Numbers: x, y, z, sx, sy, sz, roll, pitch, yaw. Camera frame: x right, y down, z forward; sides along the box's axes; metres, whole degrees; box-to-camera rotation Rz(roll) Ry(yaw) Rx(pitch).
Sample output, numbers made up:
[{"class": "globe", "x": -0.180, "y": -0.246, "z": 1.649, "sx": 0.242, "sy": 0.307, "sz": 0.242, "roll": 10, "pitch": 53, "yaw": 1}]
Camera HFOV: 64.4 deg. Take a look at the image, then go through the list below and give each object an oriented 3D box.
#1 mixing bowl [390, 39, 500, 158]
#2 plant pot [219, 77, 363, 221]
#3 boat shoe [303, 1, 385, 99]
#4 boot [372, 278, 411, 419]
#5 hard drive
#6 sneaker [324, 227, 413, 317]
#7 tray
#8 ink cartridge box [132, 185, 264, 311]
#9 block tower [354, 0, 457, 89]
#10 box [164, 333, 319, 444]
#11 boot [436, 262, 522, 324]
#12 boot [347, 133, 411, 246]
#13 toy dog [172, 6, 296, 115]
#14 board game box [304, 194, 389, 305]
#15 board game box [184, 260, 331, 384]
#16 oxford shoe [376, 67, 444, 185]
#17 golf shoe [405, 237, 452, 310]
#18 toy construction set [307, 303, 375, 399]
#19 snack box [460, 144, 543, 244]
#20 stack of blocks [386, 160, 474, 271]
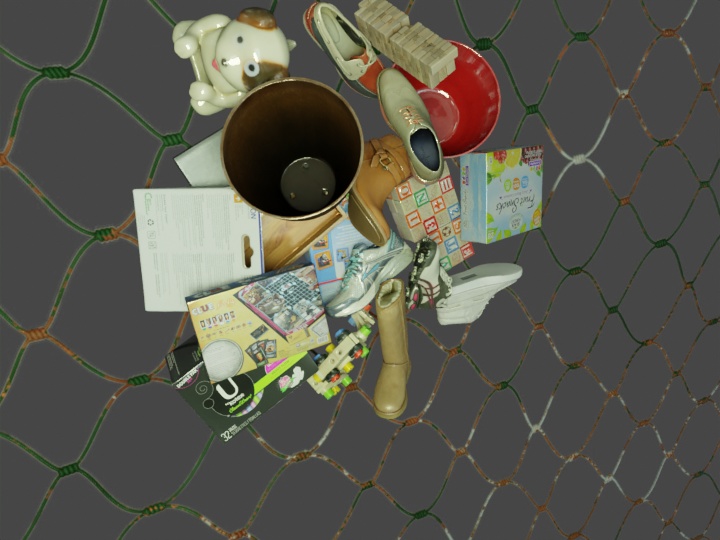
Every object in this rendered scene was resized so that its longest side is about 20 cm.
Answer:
[{"class": "mixing bowl", "x": 0.134, "y": -0.285, "z": 1.006, "sx": 0.199, "sy": 0.108, "sz": 0.201, "roll": 0, "pitch": 88, "yaw": -5}, {"class": "plant pot", "x": -0.086, "y": -0.150, "z": 0.833, "sx": 0.186, "sy": 0.200, "sz": 0.188, "roll": 0, "pitch": 85, "yaw": 1}, {"class": "boat shoe", "x": -0.012, "y": -0.365, "z": 0.961, "sx": 0.200, "sy": 0.063, "sz": 0.071, "roll": 41, "pitch": 82, "yaw": -29}, {"class": "boot", "x": 0.052, "y": 0.144, "z": 1.062, "sx": 0.066, "sy": 0.175, "sz": 0.201, "roll": 0, "pitch": 122, "yaw": 11}, {"class": "hard drive", "x": -0.184, "y": -0.177, "z": 0.945, "sx": 0.200, "sy": 0.033, "sz": 0.140, "roll": -36, "pitch": 115, "yaw": -13}, {"class": "sneaker", "x": 0.000, "y": 0.000, "z": 1.019, "sx": 0.200, "sy": 0.078, "sz": 0.086, "roll": -44, "pitch": 113, "yaw": -21}, {"class": "tray", "x": -0.130, "y": -0.067, "z": 0.965, "sx": 0.200, "sy": 0.037, "sz": 0.099, "roll": -40, "pitch": 112, "yaw": -2}, {"class": "ink cartridge box", "x": -0.248, "y": -0.033, "z": 0.906, "sx": 0.199, "sy": 0.041, "sz": 0.201, "roll": 1, "pitch": 104, "yaw": 2}, {"class": "block tower", "x": 0.070, "y": -0.371, "z": 0.925, "sx": 0.054, "sy": 0.200, "sz": 0.058, "roll": -41, "pitch": 151, "yaw": -6}, {"class": "box", "x": -0.201, "y": 0.157, "z": 0.972, "sx": 0.200, "sy": 0.124, "sz": 0.149, "roll": -37, "pitch": 115, "yaw": -11}, {"class": "boot", "x": 0.244, "y": 0.050, "z": 1.190, "sx": 0.199, "sy": 0.074, "sz": 0.096, "roll": -13, "pitch": 115, "yaw": -13}, {"class": "boot", "x": 0.039, "y": -0.147, "z": 0.992, "sx": 0.155, "sy": 0.200, "sz": 0.077, "roll": -25, "pitch": 154, "yaw": -22}, {"class": "toy dog", "x": -0.168, "y": -0.300, "z": 0.826, "sx": 0.193, "sy": 0.200, "sz": 0.140, "roll": -10, "pitch": 108, "yaw": -22}, {"class": "board game box", "x": -0.029, "y": -0.047, "z": 1.048, "sx": 0.151, "sy": 0.037, "sz": 0.201, "roll": -14, "pitch": 110, "yaw": -22}, {"class": "board game box", "x": -0.154, "y": 0.078, "z": 0.886, "sx": 0.199, "sy": 0.035, "sz": 0.136, "roll": -17, "pitch": 107, "yaw": -19}, {"class": "oxford shoe", "x": 0.085, "y": -0.237, "z": 0.908, "sx": 0.071, "sy": 0.074, "sz": 0.201, "roll": -27, "pitch": 90, "yaw": -3}, {"class": "golf shoe", "x": 0.134, "y": 0.008, "z": 1.063, "sx": 0.088, "sy": 0.200, "sz": 0.078, "roll": 10, "pitch": 60, "yaw": 3}, {"class": "toy construction set", "x": -0.031, "y": 0.150, "z": 1.046, "sx": 0.201, "sy": 0.092, "sz": 0.131, "roll": -62, "pitch": 162, "yaw": 8}, {"class": "snack box", "x": 0.277, "y": -0.153, "z": 1.115, "sx": 0.199, "sy": 0.068, "sz": 0.170, "roll": -15, "pitch": 109, "yaw": -40}, {"class": "stack of blocks", "x": 0.132, "y": -0.097, "z": 1.098, "sx": 0.115, "sy": 0.059, "sz": 0.201, "roll": -30, "pitch": 114, "yaw": -15}]
